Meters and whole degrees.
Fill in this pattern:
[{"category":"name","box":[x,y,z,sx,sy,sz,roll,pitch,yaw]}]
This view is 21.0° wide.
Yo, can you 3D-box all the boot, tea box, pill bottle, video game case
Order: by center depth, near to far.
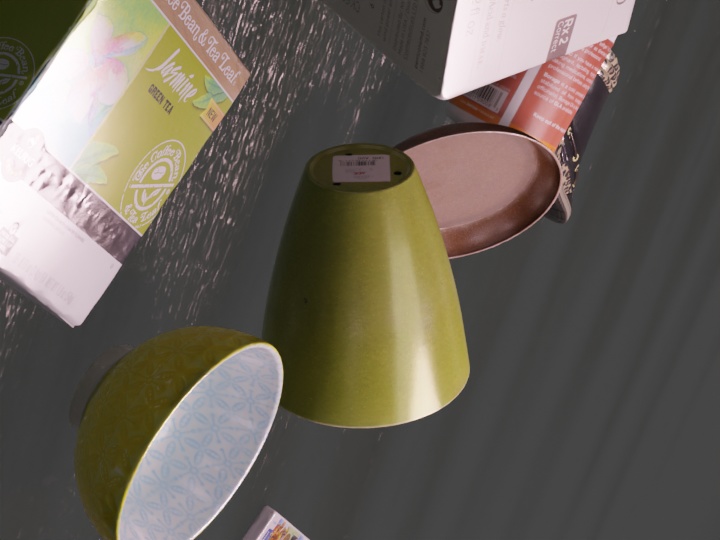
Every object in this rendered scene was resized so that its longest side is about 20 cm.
[{"category":"tea box","box":[-0.193,-0.103,1.125,0.197,0.133,0.200,-57,158,-6]},{"category":"pill bottle","box":[0.172,-0.208,1.819,0.200,0.112,0.112,-61,159,6]},{"category":"video game case","box":[-0.108,0.329,2.034,0.143,0.018,0.200,-55,159,-9]},{"category":"boot","box":[0.223,-0.146,2.071,0.154,0.073,0.204,-58,160,-12]}]

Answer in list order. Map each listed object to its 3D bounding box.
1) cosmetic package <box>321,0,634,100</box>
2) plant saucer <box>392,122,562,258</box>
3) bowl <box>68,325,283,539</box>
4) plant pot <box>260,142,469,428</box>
[{"category":"cosmetic package","box":[0.095,-0.259,1.454,0.200,0.165,0.165,-23,141,-32]},{"category":"plant saucer","box":[0.084,-0.076,1.777,0.200,0.032,0.200,-10,148,-6]},{"category":"bowl","box":[-0.162,0.117,1.516,0.200,0.108,0.200,-47,156,-28]},{"category":"plant pot","box":[0.000,0.000,1.666,0.187,0.187,0.201,-36,134,-45]}]
